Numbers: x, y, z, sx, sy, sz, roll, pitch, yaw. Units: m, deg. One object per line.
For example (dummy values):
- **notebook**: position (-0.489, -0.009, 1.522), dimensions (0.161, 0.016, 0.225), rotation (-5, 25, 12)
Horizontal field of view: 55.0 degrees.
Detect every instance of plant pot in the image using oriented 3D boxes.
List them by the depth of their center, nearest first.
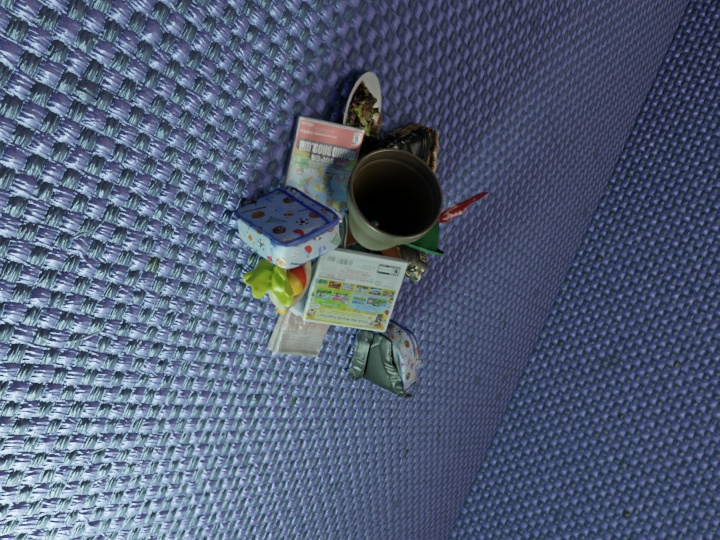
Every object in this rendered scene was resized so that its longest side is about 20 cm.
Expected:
- **plant pot**: position (0.051, -0.128, 1.455), dimensions (0.200, 0.200, 0.174), rotation (-49, 179, -25)

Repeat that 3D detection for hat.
- **hat**: position (0.155, -0.145, 1.611), dimensions (0.200, 0.165, 0.177), rotation (8, 108, -53)

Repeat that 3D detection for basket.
- **basket**: position (0.155, -0.248, 1.708), dimensions (0.143, 0.149, 0.201), rotation (-32, 136, -42)

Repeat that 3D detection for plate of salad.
- **plate of salad**: position (0.013, -0.326, 1.501), dimensions (0.200, 0.048, 0.201), rotation (-53, 152, -44)

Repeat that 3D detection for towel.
- **towel**: position (-0.124, 0.114, 1.650), dimensions (0.200, 0.032, 0.192), rotation (18, 95, -60)

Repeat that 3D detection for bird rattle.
- **bird rattle**: position (-0.151, -0.003, 1.439), dimensions (0.164, 0.112, 0.200), rotation (82, 27, -45)

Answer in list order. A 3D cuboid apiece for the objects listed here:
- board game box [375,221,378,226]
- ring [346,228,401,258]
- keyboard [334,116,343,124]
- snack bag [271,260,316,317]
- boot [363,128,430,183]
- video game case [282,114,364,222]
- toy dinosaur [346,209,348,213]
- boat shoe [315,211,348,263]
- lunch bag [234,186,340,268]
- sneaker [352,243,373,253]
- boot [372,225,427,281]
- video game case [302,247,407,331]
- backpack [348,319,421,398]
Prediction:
- **board game box**: position (0.053, -0.203, 1.654), dimensions (0.096, 0.030, 0.201), rotation (-68, 163, -58)
- **ring**: position (0.000, 0.000, 1.610), dimensions (0.201, 0.200, 0.019), rotation (-64, 170, -2)
- **keyboard**: position (-0.057, -0.234, 1.511), dimensions (0.200, 0.039, 0.104), rotation (76, 35, -54)
- **snack bag**: position (-0.136, -0.022, 1.518), dimensions (0.189, 0.021, 0.201), rotation (44, 66, -50)
- **boot**: position (0.081, -0.221, 1.562), dimensions (0.162, 0.073, 0.199), rotation (-25, 131, -40)
- **video game case**: position (-0.081, -0.206, 1.423), dimensions (0.142, 0.017, 0.201), rotation (8, 108, -21)
- **toy dinosaur**: position (0.010, -0.173, 1.585), dimensions (0.200, 0.060, 0.107), rotation (4, 105, -70)
- **boat shoe**: position (-0.072, -0.077, 1.509), dimensions (0.062, 0.073, 0.201), rotation (-37, 133, -46)
- **lunch bag**: position (-0.138, -0.090, 1.322), dimensions (0.160, 0.200, 0.076), rotation (-28, 133, -27)
- **sneaker**: position (-0.019, 0.021, 1.677), dimensions (0.081, 0.074, 0.201), rotation (38, 58, -53)
- **boot**: position (0.093, -0.012, 1.705), dimensions (0.150, 0.073, 0.201), rotation (30, 48, -35)
- **video game case**: position (-0.013, 0.043, 1.540), dimensions (0.199, 0.023, 0.183), rotation (9, 114, -18)
- **backpack**: position (0.075, 0.225, 1.895), dimensions (0.154, 0.199, 0.191), rotation (-44, 137, -40)
